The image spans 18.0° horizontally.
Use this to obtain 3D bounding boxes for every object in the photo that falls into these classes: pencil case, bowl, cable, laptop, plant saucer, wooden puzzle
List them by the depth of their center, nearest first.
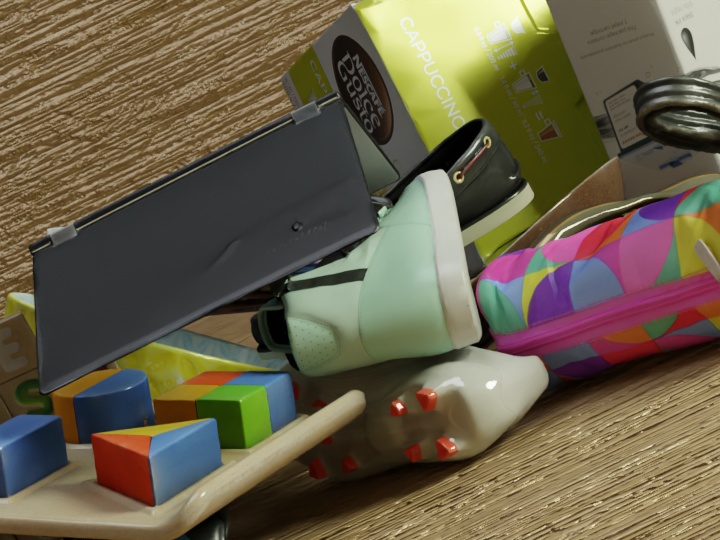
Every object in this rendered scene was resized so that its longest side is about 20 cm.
[{"bbox_3d":[-0.122,0.088,1.152,0.200,0.046,0.185,-6,12,29],"label":"wooden puzzle"},{"bbox_3d":[0.218,-0.051,1.177,0.097,0.050,0.200,-7,-17,32],"label":"cable"},{"bbox_3d":[0.153,0.005,1.187,0.200,0.089,0.088,-22,6,44],"label":"pencil case"},{"bbox_3d":[-0.068,0.001,1.205,0.187,0.116,0.200,-26,-22,7],"label":"laptop"},{"bbox_3d":[-0.131,0.089,1.386,0.200,0.108,0.200,14,1,0],"label":"bowl"},{"bbox_3d":[0.094,0.009,1.398,0.200,0.034,0.200,-43,-4,-3],"label":"plant saucer"}]

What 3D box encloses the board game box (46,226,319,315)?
[{"bbox_3d":[-0.105,-0.001,1.517,0.200,0.041,0.200,-5,-8,-6],"label":"board game box"}]

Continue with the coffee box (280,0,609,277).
[{"bbox_3d":[0.092,-0.112,1.608,0.200,0.200,0.198,-26,-2,-20],"label":"coffee box"}]

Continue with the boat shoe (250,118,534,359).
[{"bbox_3d":[0.011,-0.018,1.378,0.201,0.063,0.074,-36,17,-13],"label":"boat shoe"}]

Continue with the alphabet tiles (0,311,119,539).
[{"bbox_3d":[-0.213,0.121,1.290,0.200,0.167,0.008,-24,20,5],"label":"alphabet tiles"}]

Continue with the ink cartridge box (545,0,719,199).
[{"bbox_3d":[0.218,-0.122,1.469,0.086,0.200,0.146,-18,9,42],"label":"ink cartridge box"}]

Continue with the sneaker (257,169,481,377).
[{"bbox_3d":[0.000,0.000,1.251,0.118,0.074,0.200,-12,15,3],"label":"sneaker"}]

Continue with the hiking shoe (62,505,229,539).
[{"bbox_3d":[-0.108,0.142,1.179,0.087,0.075,0.200,-18,15,-6],"label":"hiking shoe"}]

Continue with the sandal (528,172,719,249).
[{"bbox_3d":[0.165,-0.003,1.320,0.200,0.080,0.054,-22,28,-28],"label":"sandal"}]

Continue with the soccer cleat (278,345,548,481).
[{"bbox_3d":[0.020,0.075,1.234,0.077,0.069,0.200,-23,10,-35],"label":"soccer cleat"}]
